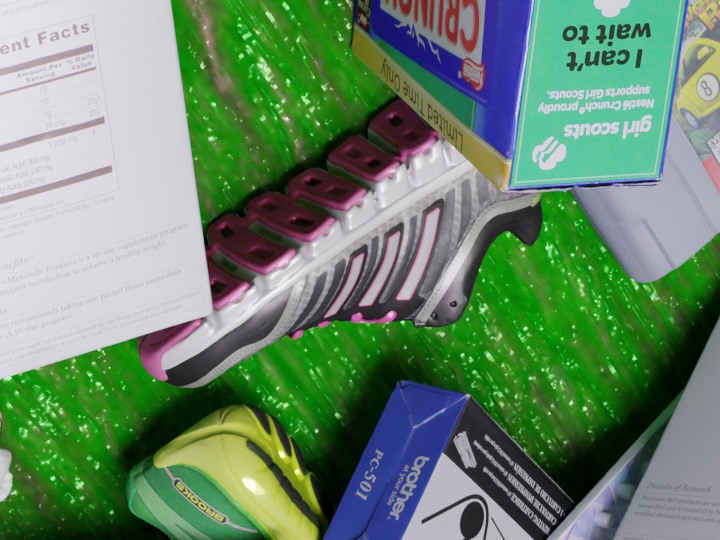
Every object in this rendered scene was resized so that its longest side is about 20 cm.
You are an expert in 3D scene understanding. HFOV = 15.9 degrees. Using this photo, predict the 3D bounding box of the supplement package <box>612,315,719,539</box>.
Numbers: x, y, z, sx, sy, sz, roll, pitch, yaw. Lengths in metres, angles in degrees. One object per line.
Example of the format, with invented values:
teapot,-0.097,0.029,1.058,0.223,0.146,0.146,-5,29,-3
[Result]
supplement package,0.219,0.092,1.172,0.121,0.119,0.201,47,60,-35

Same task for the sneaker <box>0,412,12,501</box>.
sneaker,-0.176,0.103,1.064,0.081,0.075,0.201,-23,121,-25

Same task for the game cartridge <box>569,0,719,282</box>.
game cartridge,0.168,-0.103,1.156,0.200,0.041,0.133,-40,119,-4

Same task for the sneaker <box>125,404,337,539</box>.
sneaker,-0.043,0.138,1.153,0.083,0.074,0.201,-18,127,13

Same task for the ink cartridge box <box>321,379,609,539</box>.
ink cartridge box,0.062,0.140,1.169,0.200,0.044,0.094,45,64,-45

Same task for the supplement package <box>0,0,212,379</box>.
supplement package,-0.135,-0.077,0.971,0.109,0.114,0.201,-17,120,-21

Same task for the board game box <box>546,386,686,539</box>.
board game box,0.148,0.176,1.225,0.200,0.026,0.201,-42,128,-36

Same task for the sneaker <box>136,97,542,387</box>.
sneaker,0.000,0.000,1.096,0.199,0.074,0.088,-36,117,-13

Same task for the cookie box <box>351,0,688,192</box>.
cookie box,0.064,-0.153,1.001,0.075,0.171,0.202,-4,114,-21
